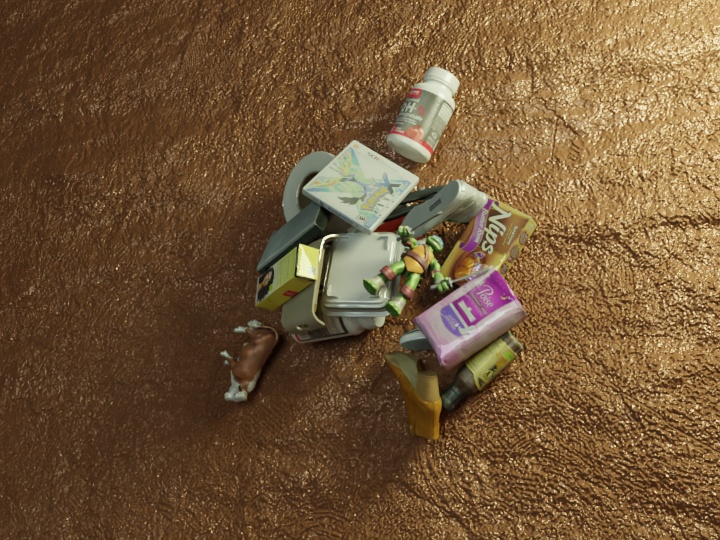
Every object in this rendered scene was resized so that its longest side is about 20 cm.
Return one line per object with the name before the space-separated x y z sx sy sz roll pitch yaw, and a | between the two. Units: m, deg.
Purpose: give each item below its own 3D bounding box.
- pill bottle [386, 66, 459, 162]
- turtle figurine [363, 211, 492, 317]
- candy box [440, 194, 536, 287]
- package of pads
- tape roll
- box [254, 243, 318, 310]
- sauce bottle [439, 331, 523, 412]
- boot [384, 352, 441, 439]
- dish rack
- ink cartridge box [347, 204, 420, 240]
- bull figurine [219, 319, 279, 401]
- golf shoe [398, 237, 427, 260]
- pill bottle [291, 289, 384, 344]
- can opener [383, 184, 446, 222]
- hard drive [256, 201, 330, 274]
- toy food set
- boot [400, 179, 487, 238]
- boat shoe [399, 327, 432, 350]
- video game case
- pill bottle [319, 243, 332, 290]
pill bottle | 0.149 -0.360 1.743 0.111 0.111 0.200 23 84 32
turtle figurine | 0.111 -0.012 1.506 0.194 0.144 0.200 -45 30 -16
candy box | 0.268 -0.045 1.600 0.117 0.056 0.200 32 90 32
package of pads | 0.217 0.096 1.495 0.200 0.076 0.121 -34 57 5
tape roll | -0.091 -0.174 1.779 0.202 0.071 0.203 -10 75 41
box | -0.158 0.018 1.604 0.200 0.050 0.076 -34 47 49
sauce bottle | 0.238 0.203 1.524 0.200 0.065 0.065 -46 58 8
boot | 0.104 0.259 1.566 0.201 0.071 0.145 -153 61 -64
dish rack | 0.000 0.000 1.617 0.171 0.044 0.201 -1 61 19
ink cartridge box | 0.036 -0.124 1.754 0.162 0.050 0.201 -26 59 18
bull figurine | -0.267 0.210 1.779 0.121 0.065 0.200 34 89 29
golf shoe | 0.069 -0.042 1.682 0.200 0.078 0.095 -26 73 15
pill bottle | -0.053 0.094 1.683 0.199 0.114 0.114 -12 67 23
can opener | 0.115 -0.151 1.689 0.199 0.079 0.064 -11 70 7
hard drive | -0.142 -0.083 1.690 0.200 0.033 0.140 -35 23 32
toy food set | -0.102 0.030 1.613 0.143 0.060 0.201 -19 59 56
boot | 0.180 -0.115 1.621 0.200 0.095 0.074 -35 47 42
boat shoe | 0.177 0.116 1.585 0.199 0.070 0.066 -16 58 21
video game case | 0.002 -0.187 1.664 0.182 0.022 0.200 32 57 15
pill bottle | -0.118 -0.001 1.752 0.199 0.111 0.111 -17 65 21
